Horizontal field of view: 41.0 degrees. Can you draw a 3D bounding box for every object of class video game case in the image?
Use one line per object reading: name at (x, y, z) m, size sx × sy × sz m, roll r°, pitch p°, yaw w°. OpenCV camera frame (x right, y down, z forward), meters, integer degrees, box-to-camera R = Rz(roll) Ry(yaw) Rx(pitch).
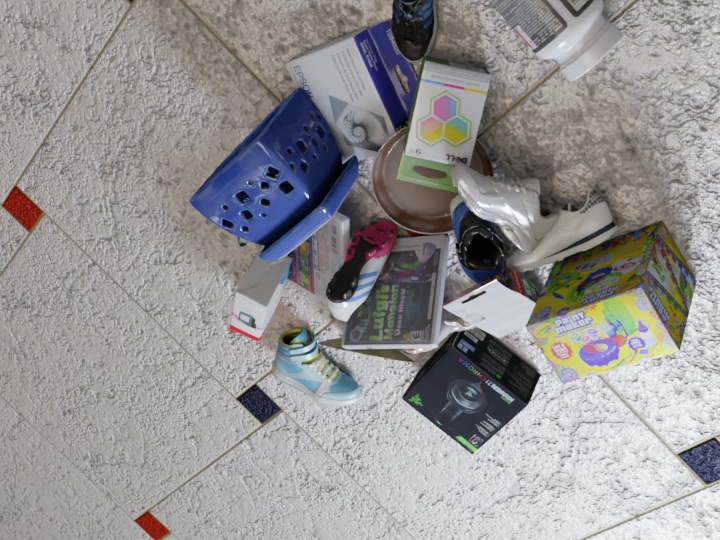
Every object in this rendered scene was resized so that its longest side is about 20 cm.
video game case at (-0.088, -0.040, 1.760) m, size 0.182 × 0.023 × 0.201 m, roll 28°, pitch 134°, yaw 35°
video game case at (0.060, 0.038, 1.676) m, size 0.181 × 0.201 × 0.023 m, roll -3°, pitch 158°, yaw 30°

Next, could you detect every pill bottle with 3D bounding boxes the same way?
pill bottle at (0.260, -0.366, 1.328) m, size 0.200 × 0.116 × 0.116 m, roll 47°, pitch 130°, yaw -7°

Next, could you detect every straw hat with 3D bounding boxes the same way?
straw hat at (0.019, 0.113, 1.788) m, size 0.200 × 0.201 × 0.086 m, roll 9°, pitch 87°, yaw 22°

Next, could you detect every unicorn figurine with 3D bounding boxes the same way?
unicorn figurine at (0.140, 0.088, 1.704) m, size 0.137 × 0.200 × 0.074 m, roll 21°, pitch 148°, yaw 43°

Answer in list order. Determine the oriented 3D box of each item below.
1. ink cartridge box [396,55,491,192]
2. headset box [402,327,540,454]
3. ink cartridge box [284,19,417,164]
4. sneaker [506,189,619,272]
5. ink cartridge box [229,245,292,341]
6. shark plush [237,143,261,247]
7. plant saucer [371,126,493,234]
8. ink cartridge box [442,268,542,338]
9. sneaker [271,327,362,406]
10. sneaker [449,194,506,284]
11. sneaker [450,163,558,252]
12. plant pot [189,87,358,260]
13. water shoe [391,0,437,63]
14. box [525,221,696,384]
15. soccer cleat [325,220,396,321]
ink cartridge box at (0.125, -0.218, 1.482) m, size 0.103 × 0.059 × 0.201 m, roll 11°, pitch 109°, yaw -4°
headset box at (0.198, 0.218, 1.775) m, size 0.174 × 0.093 × 0.200 m, roll 38°, pitch 132°, yaw 0°
ink cartridge box at (0.001, -0.283, 1.572) m, size 0.199 × 0.041 × 0.200 m, roll -14°, pitch 114°, yaw 34°
sneaker at (0.314, -0.059, 1.550) m, size 0.199 × 0.076 × 0.081 m, roll -27°, pitch 94°, yaw 34°
ink cartridge box at (-0.192, 0.053, 1.824) m, size 0.067 × 0.117 × 0.200 m, roll 25°, pitch 151°, yaw 1°
shark plush at (-0.208, -0.130, 1.765) m, size 0.090 × 0.083 × 0.201 m, roll -24°, pitch 116°, yaw -3°
plant saucer at (0.117, -0.154, 1.573) m, size 0.199 × 0.032 × 0.201 m, roll 2°, pitch 121°, yaw 3°
ink cartridge box at (0.222, 0.047, 1.587) m, size 0.109 × 0.051 × 0.200 m, roll -28°, pitch 147°, yaw 26°
sneaker at (-0.086, 0.186, 1.914) m, size 0.199 × 0.080 × 0.131 m, roll 19°, pitch 130°, yaw 15°
sneaker at (0.197, -0.021, 1.574) m, size 0.076 × 0.112 × 0.201 m, roll -15°, pitch 133°, yaw 4°
sneaker at (0.225, -0.118, 1.485) m, size 0.200 × 0.078 × 0.099 m, roll 33°, pitch 112°, yaw -28°
plant pot at (-0.128, -0.147, 1.583) m, size 0.180 × 0.200 × 0.200 m, roll 44°, pitch 127°, yaw -12°
water shoe at (0.072, -0.398, 1.431) m, size 0.071 × 0.079 × 0.201 m, roll 15°, pitch 127°, yaw 19°
box at (0.390, 0.050, 1.493) m, size 0.199 × 0.193 × 0.122 m, roll -23°, pitch 109°, yaw 38°
soccer cleat at (0.000, 0.000, 1.677) m, size 0.070 × 0.200 × 0.087 m, roll 22°, pitch 148°, yaw 23°
